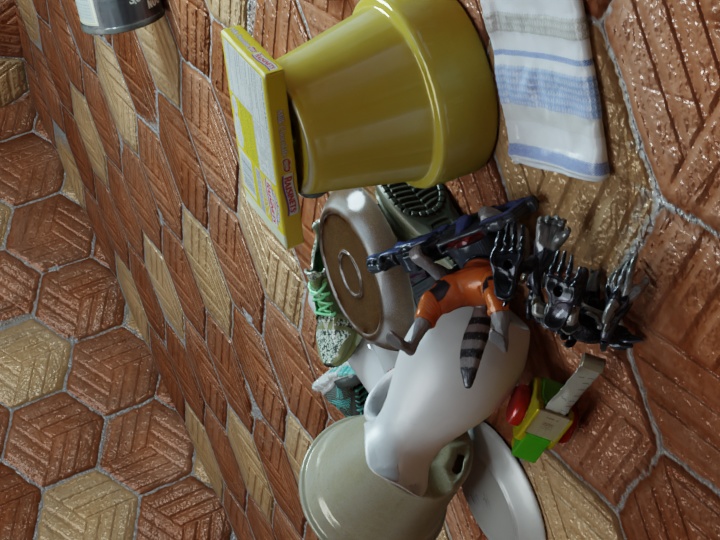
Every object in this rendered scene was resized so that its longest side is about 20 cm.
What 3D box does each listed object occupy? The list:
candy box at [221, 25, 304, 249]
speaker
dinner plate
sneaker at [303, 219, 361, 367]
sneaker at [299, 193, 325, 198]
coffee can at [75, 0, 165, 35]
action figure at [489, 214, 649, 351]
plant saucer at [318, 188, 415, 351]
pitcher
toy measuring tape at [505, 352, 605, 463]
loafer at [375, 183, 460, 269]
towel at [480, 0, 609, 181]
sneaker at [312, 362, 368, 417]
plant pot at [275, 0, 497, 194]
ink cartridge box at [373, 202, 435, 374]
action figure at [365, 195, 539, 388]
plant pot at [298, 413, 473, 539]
[{"bbox_3d":[-0.094,-0.128,1.230,0.102,0.026,0.201,46,151,43],"label":"candy box"},{"bbox_3d":[0.008,0.089,1.663,0.200,0.081,0.082,54,156,38],"label":"speaker"},{"bbox_3d":[0.161,0.274,1.526,0.201,0.024,0.201,55,157,38],"label":"dinner plate"},{"bbox_3d":[-0.045,0.022,1.611,0.076,0.088,0.202,-1,83,43],"label":"sneaker"},{"bbox_3d":[-0.041,-0.133,1.585,0.082,0.077,0.200,55,158,18],"label":"sneaker"},{"bbox_3d":[-0.420,-0.514,2.108,0.146,0.145,0.201,40,145,55],"label":"coffee can"},{"bbox_3d":[0.184,0.013,1.079,0.118,0.103,0.200,24,180,27],"label":"action figure"},{"bbox_3d":[0.000,0.000,1.416,0.200,0.032,0.201,50,151,42],"label":"plant saucer"},{"bbox_3d":[0.077,0.108,1.313,0.121,0.201,0.172,30,-168,-26],"label":"pitcher"},{"bbox_3d":[0.192,0.120,1.232,0.074,0.073,0.201,59,149,26],"label":"toy measuring tape"},{"bbox_3d":[0.072,-0.043,1.363,0.201,0.076,0.068,56,151,34],"label":"loafer"},{"bbox_3d":[0.154,-0.178,1.084,0.147,0.024,0.202,28,135,61],"label":"towel"},{"bbox_3d":[-0.004,0.168,1.818,0.091,0.077,0.200,52,163,3],"label":"sneaker"},{"bbox_3d":[0.006,-0.165,1.247,0.201,0.188,0.202,52,154,38],"label":"plant pot"},{"bbox_3d":[0.054,0.026,1.466,0.201,0.083,0.145,68,160,7],"label":"ink cartridge box"},{"bbox_3d":[0.093,0.014,1.221,0.199,0.194,0.105,-16,121,38],"label":"action figure"},{"bbox_3d":[0.045,0.239,1.529,0.202,0.199,0.184,63,151,17],"label":"plant pot"}]
